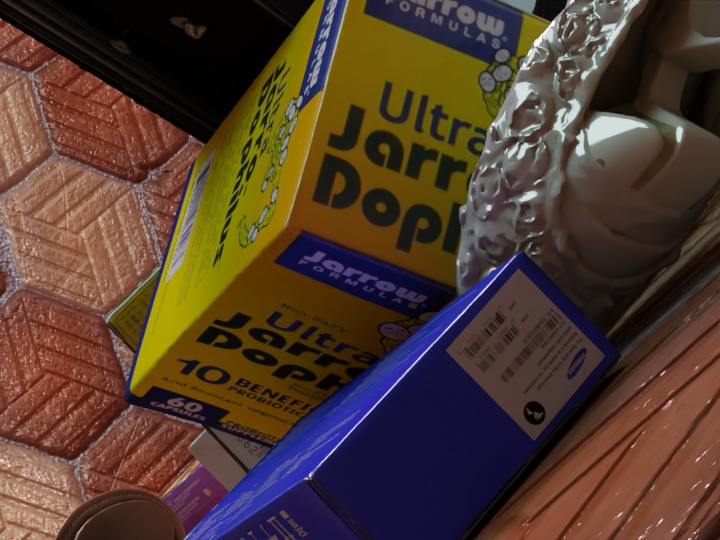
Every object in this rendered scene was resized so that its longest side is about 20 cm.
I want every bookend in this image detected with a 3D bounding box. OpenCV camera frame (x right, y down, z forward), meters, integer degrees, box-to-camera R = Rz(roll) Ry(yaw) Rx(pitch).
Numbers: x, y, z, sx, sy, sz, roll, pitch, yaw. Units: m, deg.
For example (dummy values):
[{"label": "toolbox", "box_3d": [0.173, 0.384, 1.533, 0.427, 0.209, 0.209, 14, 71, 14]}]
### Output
[{"label": "bookend", "box_3d": [0.001, -0.106, 0.765, 0.199, 0.199, 0.092, 31, -114, -53]}]

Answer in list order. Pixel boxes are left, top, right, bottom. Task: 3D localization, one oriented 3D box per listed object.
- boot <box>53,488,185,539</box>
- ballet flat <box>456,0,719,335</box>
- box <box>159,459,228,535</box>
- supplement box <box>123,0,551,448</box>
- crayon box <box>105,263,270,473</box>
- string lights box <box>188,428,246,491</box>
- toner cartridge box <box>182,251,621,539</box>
[{"label": "boot", "box_3d": [-0.201, 0.229, 1.279, 0.155, 0.074, 0.200, -49, -5, 37]}, {"label": "ballet flat", "box_3d": [0.089, -0.060, 0.581, 0.072, 0.072, 0.201, -56, -10, -85]}, {"label": "box", "box_3d": [-0.071, 0.117, 1.455, 0.137, 0.039, 0.200, -43, 2, 44]}, {"label": "supplement box", "box_3d": [0.002, -0.010, 0.724, 0.200, 0.109, 0.110, 137, 150, -61]}, {"label": "crayon box", "box_3d": [0.000, 0.000, 0.915, 0.200, 0.127, 0.051, -43, 1, -5]}, {"label": "string lights box", "box_3d": [-0.024, 0.064, 1.102, 0.103, 0.059, 0.200, -45, 1, 7]}, {"label": "toner cartridge box", "box_3d": [-0.005, 0.068, 0.618, 0.095, 0.043, 0.200, -44, 1, -27]}]
